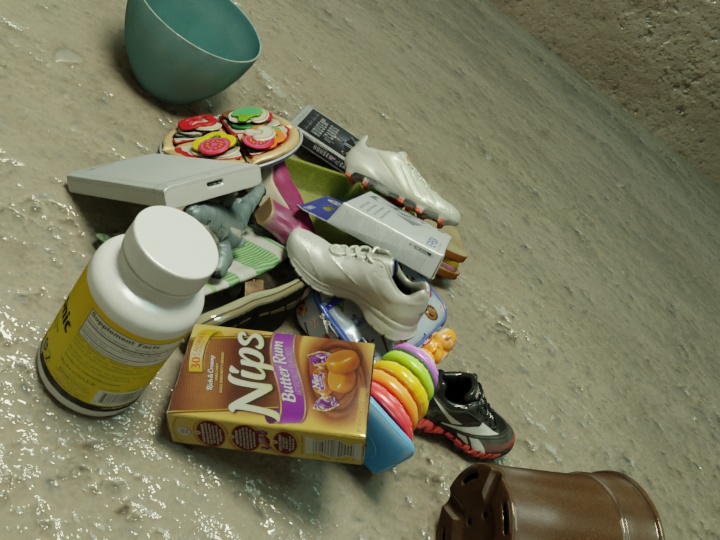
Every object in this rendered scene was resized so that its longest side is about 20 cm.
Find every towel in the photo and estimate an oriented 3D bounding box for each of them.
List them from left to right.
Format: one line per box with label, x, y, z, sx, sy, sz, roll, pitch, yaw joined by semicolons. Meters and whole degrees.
towel;-0.194;-0.026;0.939;0.151;0.024;0.199;30;27;23

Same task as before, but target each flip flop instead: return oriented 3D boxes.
flip flop;-0.136;0.041;0.935;0.058;0.081;0.199;47;37;19

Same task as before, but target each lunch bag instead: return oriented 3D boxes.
lunch bag;0.014;0.054;1.047;0.199;0.075;0.161;-32;84;-45

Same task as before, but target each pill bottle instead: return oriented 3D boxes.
pill bottle;-0.213;0.037;0.728;0.110;0.200;0.112;29;34;-22

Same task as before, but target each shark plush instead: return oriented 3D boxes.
shark plush;-0.150;-0.062;0.917;0.090;0.084;0.199;29;29;21

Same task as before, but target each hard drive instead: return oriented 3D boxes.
hard drive;-0.227;-0.106;0.899;0.198;0.027;0.131;11;24;41

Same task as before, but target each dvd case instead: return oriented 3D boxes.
dvd case;-0.028;-0.205;1.339;0.199;0.025;0.151;34;24;-6

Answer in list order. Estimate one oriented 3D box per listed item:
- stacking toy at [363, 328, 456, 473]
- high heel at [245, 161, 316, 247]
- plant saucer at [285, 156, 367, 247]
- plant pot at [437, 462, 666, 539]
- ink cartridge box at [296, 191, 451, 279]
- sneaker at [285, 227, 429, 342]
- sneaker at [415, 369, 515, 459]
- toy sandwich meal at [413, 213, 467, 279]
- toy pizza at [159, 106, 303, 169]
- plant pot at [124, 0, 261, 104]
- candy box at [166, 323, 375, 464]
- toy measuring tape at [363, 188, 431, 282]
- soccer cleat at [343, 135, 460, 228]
stacking toy;0.054;0.132;0.939;0.110;0.116;0.200;46;56;2
high heel;-0.101;-0.097;1.072;0.096;0.067;0.201;38;18;-33
plant saucer;-0.057;-0.073;1.172;0.198;0.048;0.202;13;43;-40
plant pot;0.206;0.315;0.904;0.196;0.201;0.202;17;40;-22
ink cartridge box;0.027;-0.066;1.070;0.198;0.041;0.200;28;13;4
sneaker;0.000;0.000;0.963;0.198;0.088;0.075;31;35;1
sneaker;0.145;0.190;1.050;0.199;0.098;0.071;29;33;-25
toy sandwich meal;0.111;-0.076;1.339;0.203;0.070;0.207;29;35;-23
toy pizza;-0.178;-0.186;1.077;0.197;0.032;0.201;-2;32;1
plant pot;-0.263;-0.324;1.147;0.198;0.135;0.202;29;34;-22
candy box;-0.087;0.125;0.807;0.196;0.057;0.118;5;46;2
toy measuring tape;0.074;-0.078;1.229;0.073;0.073;0.202;-19;74;-55
soccer cleat;0.068;-0.133;1.167;0.198;0.078;0.069;29;-8;10
